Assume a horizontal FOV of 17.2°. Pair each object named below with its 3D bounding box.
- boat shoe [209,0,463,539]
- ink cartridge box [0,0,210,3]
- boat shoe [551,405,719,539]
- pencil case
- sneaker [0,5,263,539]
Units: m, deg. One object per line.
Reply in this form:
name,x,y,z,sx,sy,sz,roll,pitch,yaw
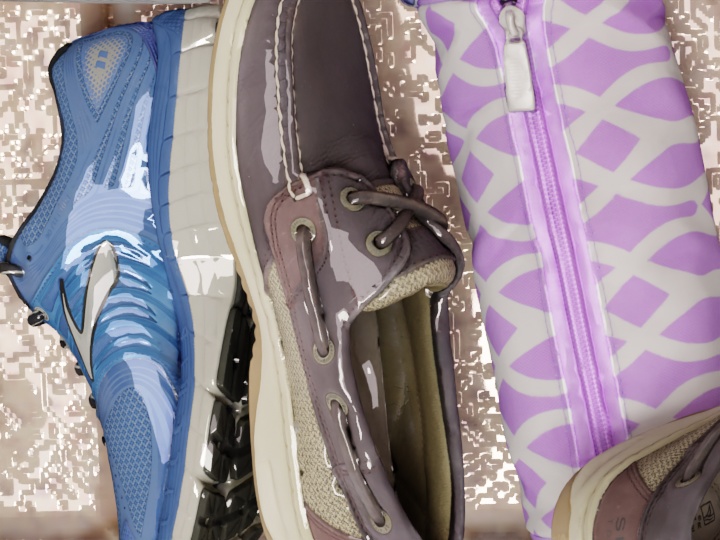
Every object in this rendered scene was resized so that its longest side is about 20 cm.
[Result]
boat shoe,0.000,0.000,0.746,0.065,0.072,0.201,0,97,37
ink cartridge box,-0.162,-0.131,0.740,0.199,0.145,0.088,1,92,18
boat shoe,0.149,0.053,0.727,0.200,0.065,0.072,-23,100,-31
pencil case,0.074,-0.008,0.768,0.084,0.085,0.201,-13,93,9
sneaker,-0.073,0.013,0.800,0.089,0.079,0.201,0,91,21
